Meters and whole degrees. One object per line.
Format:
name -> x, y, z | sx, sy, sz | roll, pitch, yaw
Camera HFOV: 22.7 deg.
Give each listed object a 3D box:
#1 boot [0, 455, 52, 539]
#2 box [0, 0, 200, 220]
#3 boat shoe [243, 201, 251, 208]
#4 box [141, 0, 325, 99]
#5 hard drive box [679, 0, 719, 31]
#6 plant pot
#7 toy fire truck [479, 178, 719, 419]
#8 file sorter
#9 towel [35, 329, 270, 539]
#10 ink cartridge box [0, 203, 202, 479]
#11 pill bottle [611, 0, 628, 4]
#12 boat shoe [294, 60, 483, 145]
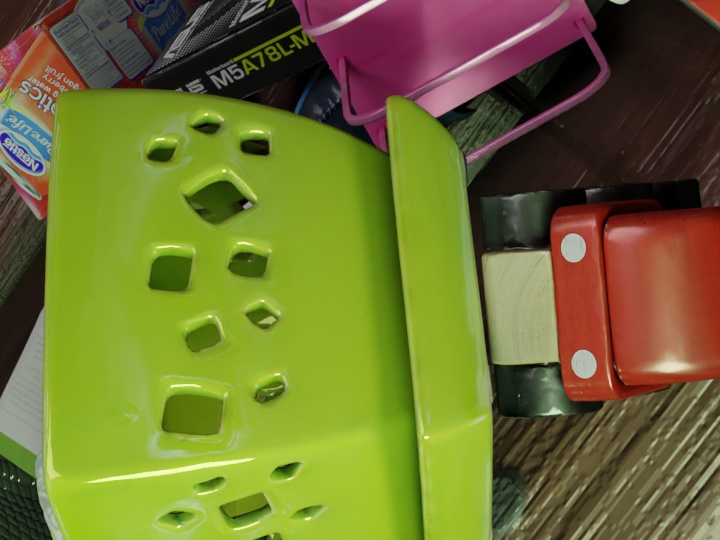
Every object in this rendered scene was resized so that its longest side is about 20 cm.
boot -> -0.261, 0.196, 1.201 | 0.130, 0.067, 0.201 | -39, 39, 31
box -> -0.162, -0.131, 1.162 | 0.095, 0.100, 0.200 | -29, 13, 31
boat shoe -> 0.000, 0.000, 1.033 | 0.070, 0.071, 0.200 | -35, 37, -10
box -> -0.020, -0.189, 1.099 | 0.192, 0.048, 0.201 | -18, 31, 37
hard drive box -> 0.229, -0.209, 0.889 | 0.201, 0.077, 0.156 | -53, 41, 11
plant pot -> -0.034, 0.045, 0.808 | 0.179, 0.201, 0.201 | -5, 58, 0
toy fire truck -> 0.172, 0.021, 0.766 | 0.199, 0.175, 0.130 | -5, 91, 36
file sorter -> 0.023, -0.160, 0.903 | 0.138, 0.201, 0.126 | -28, 21, 9
towel -> -0.103, 0.124, 0.963 | 0.171, 0.048, 0.201 | -47, 50, 26
ink cartridge box -> -0.138, 0.049, 1.134 | 0.147, 0.076, 0.201 | 21, 84, 49
pill bottle -> 0.172, -0.212, 0.811 | 0.200, 0.104, 0.105 | -40, 46, 25
boat shoe -> 0.038, -0.117, 1.034 | 0.200, 0.084, 0.069 | -41, 49, 26
